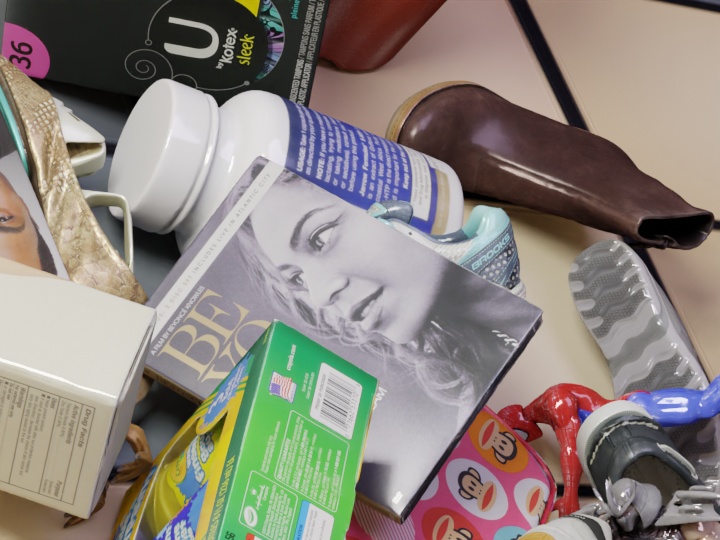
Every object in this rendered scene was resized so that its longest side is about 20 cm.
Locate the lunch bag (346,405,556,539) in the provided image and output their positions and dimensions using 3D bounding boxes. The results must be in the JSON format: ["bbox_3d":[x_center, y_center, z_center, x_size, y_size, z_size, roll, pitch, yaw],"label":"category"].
[{"bbox_3d":[0.037,0.151,1.473,0.176,0.082,0.200,38,37,-3],"label":"lunch bag"}]

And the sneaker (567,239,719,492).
[{"bbox_3d":[0.207,0.074,1.703,0.082,0.074,0.201,25,45,-55],"label":"sneaker"}]

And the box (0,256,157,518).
[{"bbox_3d":[-0.215,0.044,1.316,0.199,0.095,0.078,20,40,0],"label":"box"}]

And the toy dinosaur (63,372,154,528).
[{"bbox_3d":[-0.154,0.078,1.405,0.199,0.060,0.107,-10,57,-46],"label":"toy dinosaur"}]

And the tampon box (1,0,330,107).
[{"bbox_3d":[-0.115,-0.200,1.597,0.198,0.151,0.127,10,41,-4],"label":"tampon box"}]

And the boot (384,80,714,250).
[{"bbox_3d":[0.131,-0.068,1.736,0.199,0.073,0.166,4,19,-47],"label":"boot"}]

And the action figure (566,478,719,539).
[{"bbox_3d":[0.189,0.197,1.489,0.069,0.130,0.201,-51,122,-36],"label":"action figure"}]

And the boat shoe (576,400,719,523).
[{"bbox_3d":[0.195,0.169,1.548,0.200,0.075,0.060,50,3,-28],"label":"boat shoe"}]

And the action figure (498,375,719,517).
[{"bbox_3d":[0.186,0.114,1.605,0.065,0.198,0.100,-11,98,-82],"label":"action figure"}]

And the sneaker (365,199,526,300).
[{"bbox_3d":[0.000,0.000,1.503,0.198,0.087,0.078,-5,13,-14],"label":"sneaker"}]

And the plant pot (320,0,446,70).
[{"bbox_3d":[0.013,-0.258,1.775,0.200,0.195,0.202,23,40,-21],"label":"plant pot"}]

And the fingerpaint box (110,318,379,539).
[{"bbox_3d":[-0.076,0.152,1.306,0.073,0.167,0.201,30,39,-14],"label":"fingerpaint box"}]

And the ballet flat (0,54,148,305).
[{"bbox_3d":[-0.174,-0.045,1.501,0.065,0.071,0.201,-12,67,-20],"label":"ballet flat"}]

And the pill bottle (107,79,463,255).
[{"bbox_3d":[-0.048,-0.043,1.567,0.199,0.120,0.120,21,41,-24],"label":"pill bottle"}]

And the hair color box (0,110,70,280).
[{"bbox_3d":[-0.244,-0.043,1.449,0.101,0.061,0.201,1,52,-40],"label":"hair color box"}]

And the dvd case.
[{"bbox_3d":[-0.019,0.035,1.432,0.199,0.016,0.149,29,68,21],"label":"dvd case"}]

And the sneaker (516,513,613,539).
[{"bbox_3d":[0.143,0.233,1.436,0.088,0.075,0.201,-28,105,-57],"label":"sneaker"}]
